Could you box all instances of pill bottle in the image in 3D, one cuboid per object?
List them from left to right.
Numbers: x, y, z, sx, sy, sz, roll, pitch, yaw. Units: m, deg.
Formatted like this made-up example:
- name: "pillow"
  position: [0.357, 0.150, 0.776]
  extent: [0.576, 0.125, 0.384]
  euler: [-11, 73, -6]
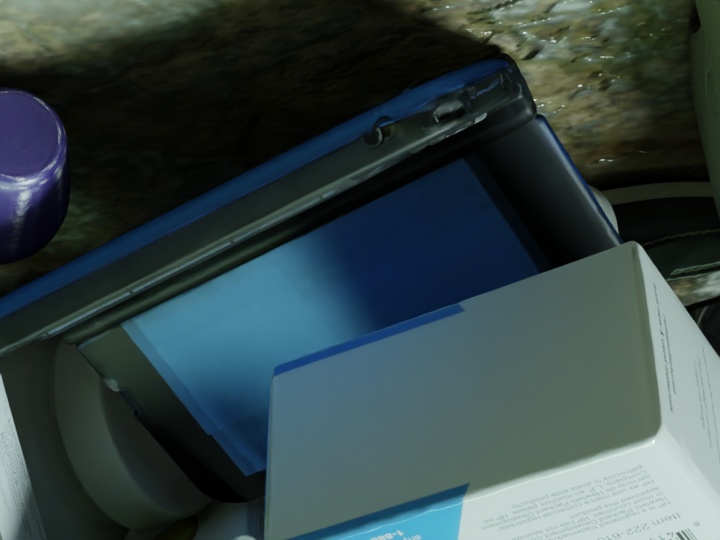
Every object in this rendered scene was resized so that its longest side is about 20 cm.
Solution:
- name: "pill bottle"
  position: [-0.168, 0.084, 0.940]
  extent: [0.200, 0.116, 0.116]
  euler: [-18, 159, 26]

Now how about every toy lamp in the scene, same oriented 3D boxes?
- name: "toy lamp"
  position: [-0.143, -0.009, 0.771]
  extent: [0.058, 0.058, 0.200]
  euler: [-2, 161, -20]

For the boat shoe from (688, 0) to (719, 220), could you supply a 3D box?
- name: "boat shoe"
  position: [0.144, -0.067, 0.717]
  extent: [0.062, 0.071, 0.200]
  euler: [-12, 157, 3]

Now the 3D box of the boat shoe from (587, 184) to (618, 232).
- name: "boat shoe"
  position: [0.000, 0.000, 0.837]
  extent: [0.199, 0.071, 0.069]
  euler: [-12, 163, 12]

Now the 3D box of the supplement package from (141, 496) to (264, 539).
- name: "supplement package"
  position: [-0.075, 0.203, 0.886]
  extent: [0.191, 0.147, 0.200]
  euler: [-38, -176, -1]

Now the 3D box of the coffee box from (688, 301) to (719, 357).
- name: "coffee box"
  position: [0.182, 0.110, 1.036]
  extent: [0.123, 0.201, 0.044]
  euler: [-19, 145, 27]

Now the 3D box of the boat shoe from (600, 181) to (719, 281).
- name: "boat shoe"
  position: [0.083, 0.008, 0.906]
  extent: [0.199, 0.068, 0.072]
  euler: [-11, 161, -7]

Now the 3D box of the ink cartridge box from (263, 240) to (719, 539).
- name: "ink cartridge box"
  position: [0.076, 0.096, 0.765]
  extent: [0.144, 0.085, 0.200]
  euler: [-20, 136, 21]

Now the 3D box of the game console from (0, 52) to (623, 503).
- name: "game console"
  position: [-0.015, 0.019, 0.749]
  extent: [0.200, 0.119, 0.171]
  euler: [-26, -177, 16]

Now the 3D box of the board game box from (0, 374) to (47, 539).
- name: "board game box"
  position: [-0.226, 0.086, 0.858]
  extent: [0.199, 0.035, 0.127]
  euler: [7, 131, 16]

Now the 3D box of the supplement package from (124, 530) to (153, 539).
- name: "supplement package"
  position: [-0.058, 0.159, 1.073]
  extent: [0.109, 0.201, 0.114]
  euler: [-8, 161, -4]
